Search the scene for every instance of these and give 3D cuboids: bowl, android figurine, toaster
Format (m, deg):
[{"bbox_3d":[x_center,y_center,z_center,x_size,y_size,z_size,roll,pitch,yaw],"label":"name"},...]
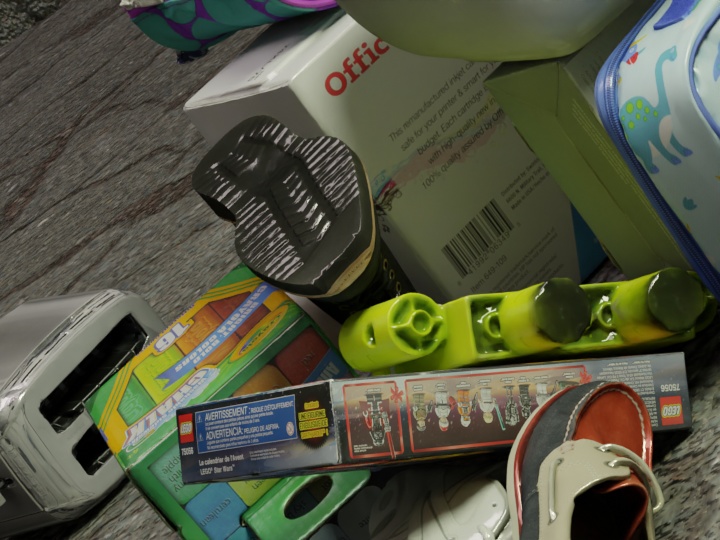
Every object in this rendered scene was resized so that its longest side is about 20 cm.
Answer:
[{"bbox_3d":[0.100,-0.172,1.384,0.200,0.075,0.200,-43,17,-17],"label":"bowl"},{"bbox_3d":[0.079,0.029,1.364,0.181,0.041,0.200,-5,-6,-23],"label":"android figurine"},{"bbox_3d":[-0.196,0.087,1.820,0.129,0.114,0.200,-12,28,50],"label":"toaster"}]

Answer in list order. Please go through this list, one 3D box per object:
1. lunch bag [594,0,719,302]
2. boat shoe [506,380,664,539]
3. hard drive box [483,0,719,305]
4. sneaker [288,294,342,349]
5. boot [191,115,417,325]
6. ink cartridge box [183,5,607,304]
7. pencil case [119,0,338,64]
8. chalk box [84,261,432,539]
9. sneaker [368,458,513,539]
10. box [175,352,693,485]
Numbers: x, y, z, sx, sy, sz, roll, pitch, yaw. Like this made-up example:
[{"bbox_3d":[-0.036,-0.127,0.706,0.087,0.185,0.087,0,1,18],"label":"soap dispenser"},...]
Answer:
[{"bbox_3d":[0.208,-0.089,1.327,0.082,0.161,0.200,-17,26,49],"label":"lunch bag"},{"bbox_3d":[0.097,0.110,1.168,0.063,0.071,0.200,-41,16,37],"label":"boat shoe"},{"bbox_3d":[0.186,-0.102,1.426,0.200,0.156,0.077,-44,16,-24],"label":"hard drive box"},{"bbox_3d":[-0.044,0.051,1.598,0.073,0.072,0.200,-52,0,-37],"label":"sneaker"},{"bbox_3d":[0.000,0.000,1.418,0.077,0.138,0.200,-42,24,3],"label":"boot"},{"bbox_3d":[0.033,-0.067,1.577,0.147,0.200,0.146,-44,17,-22],"label":"ink cartridge box"},{"bbox_3d":[-0.068,-0.173,1.577,0.092,0.085,0.200,-27,8,-25],"label":"pencil case"},{"bbox_3d":[-0.048,0.094,1.441,0.125,0.124,0.200,-41,16,-5],"label":"chalk box"},{"bbox_3d":[0.040,0.137,1.224,0.099,0.078,0.200,-24,21,30],"label":"sneaker"},{"bbox_3d":[0.034,0.068,1.288,0.199,0.040,0.137,-3,-5,-35],"label":"box"}]
